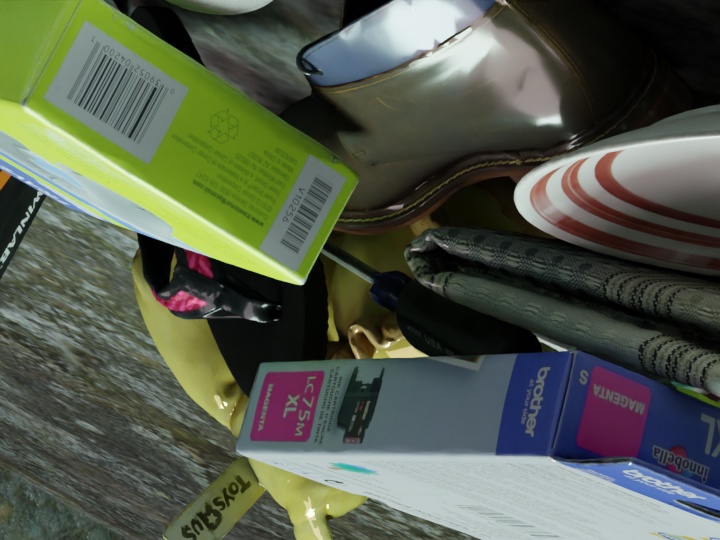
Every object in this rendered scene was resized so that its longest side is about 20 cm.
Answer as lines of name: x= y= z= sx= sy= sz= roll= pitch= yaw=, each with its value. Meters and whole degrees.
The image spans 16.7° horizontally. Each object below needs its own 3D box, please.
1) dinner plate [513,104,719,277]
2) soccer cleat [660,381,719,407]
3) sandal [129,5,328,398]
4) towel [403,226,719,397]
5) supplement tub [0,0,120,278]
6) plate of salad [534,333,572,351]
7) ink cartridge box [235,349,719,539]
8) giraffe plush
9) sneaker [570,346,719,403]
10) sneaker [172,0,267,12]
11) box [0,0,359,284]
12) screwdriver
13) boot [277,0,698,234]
dinner plate: x=0.144 y=-0.023 z=0.699 sx=0.200 sy=0.024 sz=0.200 roll=4 pitch=170 yaw=1
soccer cleat: x=0.158 y=0.086 z=0.897 sx=0.200 sy=0.065 sz=0.084 roll=1 pitch=147 yaw=38
sandal: x=-0.066 y=-0.023 z=0.926 sx=0.045 sy=0.075 sz=0.200 roll=-2 pitch=-135 yaw=-32
towel: x=0.145 y=0.026 z=0.813 sx=0.200 sy=0.035 sz=0.192 roll=16 pitch=-175 yaw=39
supplement tub: x=-0.189 y=-0.043 z=0.988 sx=0.122 sy=0.200 sz=0.123 roll=25 pitch=167 yaw=6
plate of salad: x=0.095 y=0.072 z=1.204 sx=0.200 sy=0.048 sz=0.200 roll=26 pitch=166 yaw=7
ink cartridge box: x=0.064 y=0.061 z=0.798 sx=0.119 sy=0.042 sz=0.200 roll=22 pitch=166 yaw=-33
giraffe plush: x=0.011 y=0.014 z=0.968 sx=0.172 sy=0.200 sz=0.162 roll=35 pitch=136 yaw=-14
sneaker: x=0.181 y=0.093 z=1.006 sx=0.200 sy=0.078 sz=0.140 roll=42 pitch=-169 yaw=24
sneaker: x=-0.068 y=-0.112 z=0.685 sx=0.070 sy=0.080 sz=0.200 roll=-23 pitch=153 yaw=11
box: x=-0.102 y=-0.056 z=0.838 sx=0.122 sy=0.048 sz=0.200 roll=33 pitch=171 yaw=-32
screwdriver: x=0.000 y=0.000 z=0.889 sx=0.029 sy=0.028 sz=0.200 roll=44 pitch=172 yaw=-36
boot: x=0.013 y=-0.070 z=0.807 sx=0.200 sy=0.075 sz=0.097 roll=-5 pitch=136 yaw=50
